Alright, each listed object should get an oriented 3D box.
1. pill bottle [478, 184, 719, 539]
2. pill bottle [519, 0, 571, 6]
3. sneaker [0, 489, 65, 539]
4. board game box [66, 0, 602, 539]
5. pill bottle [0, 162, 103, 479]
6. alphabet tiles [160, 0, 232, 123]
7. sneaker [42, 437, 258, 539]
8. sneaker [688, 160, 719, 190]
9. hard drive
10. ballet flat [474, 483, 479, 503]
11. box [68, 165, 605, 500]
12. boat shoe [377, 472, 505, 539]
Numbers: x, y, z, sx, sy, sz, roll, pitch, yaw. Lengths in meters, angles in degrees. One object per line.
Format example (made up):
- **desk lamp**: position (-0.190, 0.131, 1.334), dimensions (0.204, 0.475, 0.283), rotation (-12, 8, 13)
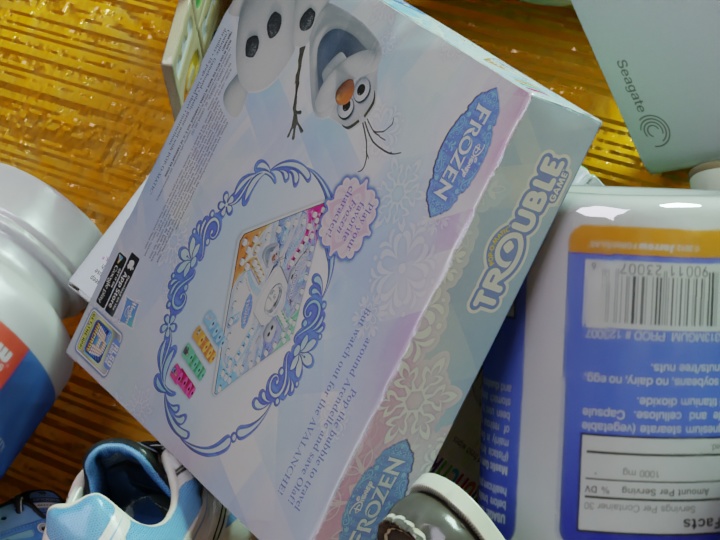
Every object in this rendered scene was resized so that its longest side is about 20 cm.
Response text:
- **pill bottle**: position (0.101, 0.069, 1.032), dimensions (0.111, 0.112, 0.202), rotation (5, 95, 33)
- **pill bottle**: position (0.058, -0.182, 1.194), dimensions (0.199, 0.113, 0.114), rotation (13, 73, 18)
- **sneaker**: position (-0.141, 0.134, 1.204), dimensions (0.199, 0.078, 0.090), rotation (-9, 56, 26)
- **board game box**: position (-0.018, -0.009, 1.048), dimensions (0.199, 0.043, 0.201), rotation (38, 105, 51)
- **pill bottle**: position (-0.199, 0.051, 1.206), dimensions (0.112, 0.112, 0.201), rotation (15, 61, 36)
- **alphabet tiles**: position (-0.061, -0.142, 1.227), dimensions (0.007, 0.200, 0.168), rotation (13, 71, 5)
- **sneaker**: position (-0.082, 0.093, 1.101), dimensions (0.071, 0.200, 0.073), rotation (-9, 102, 12)
- **sneaker**: position (0.216, 0.009, 1.056), dimensions (0.199, 0.067, 0.091), rotation (4, 78, 33)
- **hard drive**: position (0.183, -0.114, 1.084), dimensions (0.199, 0.132, 0.027), rotation (-9, 29, 35)
- **ballet flat**: position (0.030, 0.158, 1.102), dimensions (0.067, 0.046, 0.201), rotation (30, 84, 39)
- **box**: position (0.000, 0.000, 1.169), dimensions (0.200, 0.097, 0.177), rotation (35, 88, 38)
- **boat shoe**: position (0.040, 0.174, 0.995), dimensions (0.060, 0.202, 0.072), rotation (-27, 25, -24)
